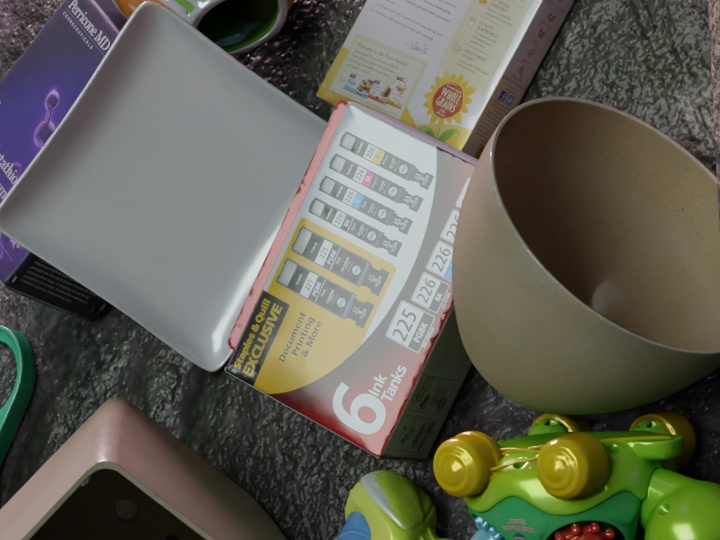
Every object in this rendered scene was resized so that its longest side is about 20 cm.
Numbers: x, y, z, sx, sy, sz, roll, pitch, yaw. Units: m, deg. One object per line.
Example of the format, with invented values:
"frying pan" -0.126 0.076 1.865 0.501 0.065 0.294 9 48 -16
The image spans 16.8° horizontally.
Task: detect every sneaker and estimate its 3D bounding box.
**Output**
"sneaker" 0.036 0.227 1.572 0.105 0.076 0.200 -55 42 23

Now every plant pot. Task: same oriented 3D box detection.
"plant pot" 0.135 0.011 1.509 0.135 0.199 0.201 -54 46 39
"plant pot" -0.159 0.203 1.633 0.200 0.200 0.177 -45 21 15

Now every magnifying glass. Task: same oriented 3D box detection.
"magnifying glass" -0.290 0.139 1.881 0.079 0.022 0.201 -10 68 35

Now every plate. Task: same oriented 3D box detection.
"plate" -0.128 -0.060 1.750 0.200 0.199 0.032 -54 11 8

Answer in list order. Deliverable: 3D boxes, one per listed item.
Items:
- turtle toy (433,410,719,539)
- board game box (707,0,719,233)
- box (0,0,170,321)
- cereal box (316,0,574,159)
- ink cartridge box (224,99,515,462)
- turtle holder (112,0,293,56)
"turtle toy" 0.146 0.143 1.479 0.199 0.145 0.102 -2 94 38
"board game box" 0.302 -0.115 1.469 0.159 0.097 0.201 -14 65 33
"box" -0.207 -0.089 1.848 0.200 0.104 0.148 -51 50 11
"cereal box" 0.071 -0.179 1.709 0.144 0.039 0.201 32 93 39
"ink cartridge box" 0.000 0.000 1.631 0.175 0.084 0.201 27 95 24
"turtle holder" -0.096 -0.228 1.810 0.132 0.185 0.141 61 144 36
